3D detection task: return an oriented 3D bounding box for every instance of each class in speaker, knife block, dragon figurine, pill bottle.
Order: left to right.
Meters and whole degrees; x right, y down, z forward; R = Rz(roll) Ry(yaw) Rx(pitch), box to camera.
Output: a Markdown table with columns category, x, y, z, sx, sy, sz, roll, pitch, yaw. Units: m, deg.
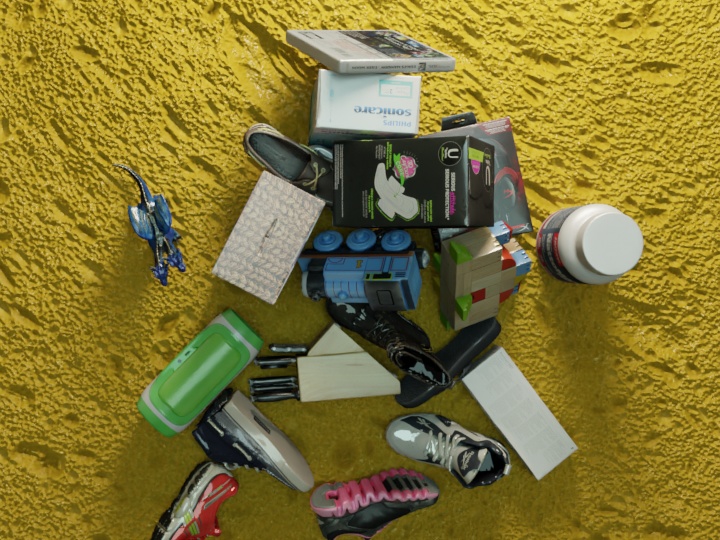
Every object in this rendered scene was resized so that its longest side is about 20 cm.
| category | x | y | z | sx | sy | sz | roll | pitch | yaw |
| --- | --- | --- | --- | --- | --- | --- | --- | --- | --- |
| dragon figurine | -0.307 | -0.076 | 1.560 | 0.059 | 0.099 | 0.201 | -21 | 93 | -6 |
| speaker | -0.239 | 0.153 | 1.577 | 0.088 | 0.088 | 0.200 | 45 | 86 | -4 |
| knife block | -0.064 | 0.173 | 1.606 | 0.200 | 0.064 | 0.176 | 41 | 87 | -5 |
| pill bottle | 0.343 | -0.039 | 1.576 | 0.119 | 0.200 | 0.120 | 0 | 90 | -6 |

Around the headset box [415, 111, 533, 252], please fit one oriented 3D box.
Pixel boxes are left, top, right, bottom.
| category | x | y | z | sx | sy | sz | roll | pitch | yaw |
| --- | --- | --- | --- | --- | --- | --- | --- | --- | --- |
| headset box | 0.168 | -0.140 | 1.619 | 0.148 | 0.075 | 0.201 | -12 | 92 | -5 |

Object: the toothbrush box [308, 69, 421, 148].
| category | x | y | z | sx | sy | sz | roll | pitch | yaw |
| --- | --- | --- | --- | --- | --- | --- | --- | --- | --- |
| toothbrush box | 0.001 | -0.228 | 1.540 | 0.146 | 0.200 | 0.086 | 3 | 90 | -5 |

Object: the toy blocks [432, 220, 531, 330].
| category | x | y | z | sx | sy | sz | roll | pitch | yaw |
| --- | --- | --- | --- | --- | --- | --- | --- | --- | --- |
| toy blocks | 0.191 | 0.003 | 1.581 | 0.136 | 0.200 | 0.100 | -20 | 50 | -14 |

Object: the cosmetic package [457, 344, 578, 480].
| category | x | y | z | sx | sy | sz | roll | pitch | yaw |
| --- | --- | --- | --- | --- | --- | --- | --- | --- | --- |
| cosmetic package | 0.243 | 0.220 | 1.643 | 0.082 | 0.051 | 0.200 | -37 | 94 | -2 |

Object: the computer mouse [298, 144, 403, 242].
| category | x | y | z | sx | sy | sz | roll | pitch | yaw |
| --- | --- | --- | --- | --- | --- | --- | --- | --- | --- |
| computer mouse | -0.016 | -0.115 | 1.618 | 0.200 | 0.044 | 0.110 | 44 | 98 | -8 |

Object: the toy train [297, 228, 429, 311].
| category | x | y | z | sx | sy | sz | roll | pitch | yaw |
| --- | --- | --- | --- | --- | --- | --- | --- | --- | --- |
| toy train | 0.000 | 0.000 | 1.559 | 0.199 | 0.115 | 0.087 | 0 | 134 | 16 |

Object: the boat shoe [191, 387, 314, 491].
| category | x | y | z | sx | sy | sz | roll | pitch | yaw |
| --- | --- | --- | --- | --- | --- | --- | --- | --- | --- |
| boat shoe | -0.165 | 0.276 | 1.601 | 0.093 | 0.075 | 0.200 | -40 | 96 | 14 |

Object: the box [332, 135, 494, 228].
| category | x | y | z | sx | sy | sz | roll | pitch | yaw |
| --- | --- | --- | --- | --- | --- | --- | --- | --- | --- |
| box | 0.078 | -0.121 | 1.492 | 0.199 | 0.148 | 0.125 | 1 | 92 | 22 |

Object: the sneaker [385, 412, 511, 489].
| category | x | y | z | sx | sy | sz | roll | pitch | yaw |
| --- | --- | --- | --- | --- | --- | --- | --- | --- | --- |
| sneaker | 0.139 | 0.273 | 1.593 | 0.198 | 0.130 | 0.080 | 23 | 87 | -5 |

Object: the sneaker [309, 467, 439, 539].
| category | x | y | z | sx | sy | sz | roll | pitch | yaw |
| --- | --- | --- | --- | --- | --- | --- | --- | --- | --- |
| sneaker | 0.024 | 0.367 | 1.622 | 0.199 | 0.079 | 0.096 | -8 | 113 | -5 |

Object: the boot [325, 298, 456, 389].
| category | x | y | z | sx | sy | sz | roll | pitch | yaw |
| --- | --- | --- | --- | --- | --- | --- | --- | --- | --- |
| boot | 0.044 | 0.097 | 1.553 | 0.199 | 0.174 | 0.069 | 28 | 98 | -10 |

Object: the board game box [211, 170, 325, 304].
| category | x | y | z | sx | sy | sz | roll | pitch | yaw |
| --- | --- | --- | --- | --- | --- | --- | --- | --- | --- |
| board game box | -0.134 | -0.045 | 1.528 | 0.097 | 0.200 | 0.160 | 27 | 87 | -5 |

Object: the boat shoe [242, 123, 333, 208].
| category | x | y | z | sx | sy | sz | roll | pitch | yaw |
| --- | --- | --- | --- | --- | --- | --- | --- | --- | --- |
| boat shoe | -0.085 | -0.149 | 1.558 | 0.200 | 0.060 | 0.072 | 33 | 99 | -6 |

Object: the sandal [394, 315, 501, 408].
| category | x | y | z | sx | sy | sz | roll | pitch | yaw |
| --- | --- | --- | --- | --- | --- | --- | --- | --- | --- |
| sandal | 0.141 | 0.149 | 1.624 | 0.200 | 0.076 | 0.043 | -39 | 117 | -4 |

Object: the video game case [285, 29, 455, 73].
| category | x | y | z | sx | sy | sz | roll | pitch | yaw |
| --- | --- | --- | --- | --- | --- | --- | --- | --- | --- |
| video game case | 0.011 | -0.317 | 1.523 | 0.181 | 0.200 | 0.023 | -6 | 115 | -25 |

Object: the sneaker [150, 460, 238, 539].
| category | x | y | z | sx | sy | sz | roll | pitch | yaw |
| --- | --- | --- | --- | --- | --- | --- | --- | --- | --- |
| sneaker | -0.253 | 0.387 | 1.586 | 0.085 | 0.077 | 0.200 | 35 | 90 | -15 |
